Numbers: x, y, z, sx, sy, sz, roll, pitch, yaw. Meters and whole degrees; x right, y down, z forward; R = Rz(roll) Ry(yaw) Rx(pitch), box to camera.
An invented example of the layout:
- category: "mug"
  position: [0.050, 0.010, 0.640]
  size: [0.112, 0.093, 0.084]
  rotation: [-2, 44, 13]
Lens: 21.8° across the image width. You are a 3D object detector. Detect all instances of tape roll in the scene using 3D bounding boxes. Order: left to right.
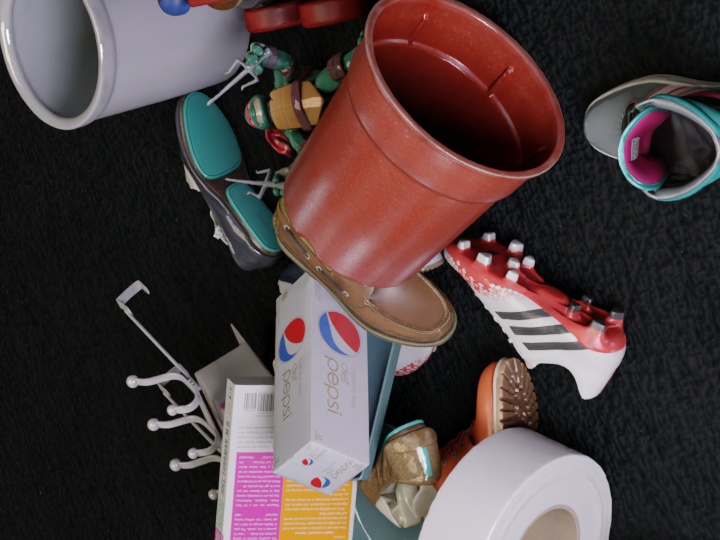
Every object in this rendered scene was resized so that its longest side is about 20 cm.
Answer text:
- category: "tape roll"
  position: [0.137, 0.246, 1.658]
  size: [0.070, 0.201, 0.205]
  rotation: [22, 120, 39]

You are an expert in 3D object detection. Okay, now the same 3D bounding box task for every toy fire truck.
- category: "toy fire truck"
  position: [-0.098, -0.274, 1.734]
  size: [0.199, 0.167, 0.113]
  rotation: [1, 106, 46]

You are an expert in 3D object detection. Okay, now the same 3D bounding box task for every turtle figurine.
- category: "turtle figurine"
  position: [-0.059, -0.158, 1.790]
  size: [0.198, 0.101, 0.151]
  rotation: [-12, 111, 33]

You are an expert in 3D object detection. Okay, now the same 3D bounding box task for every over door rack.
- category: "over door rack"
  position: [-0.200, 0.131, 1.943]
  size: [0.200, 0.066, 0.149]
  rotation: [56, 169, 46]

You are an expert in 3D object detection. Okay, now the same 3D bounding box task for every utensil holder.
- category: "utensil holder"
  position: [-0.233, -0.244, 1.867]
  size: [0.169, 0.199, 0.172]
  rotation: [19, 117, 41]

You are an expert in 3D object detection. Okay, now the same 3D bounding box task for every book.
- category: "book"
  position: [-0.070, 0.203, 1.793]
  size: [0.048, 0.132, 0.202]
  rotation: [-147, 61, -65]

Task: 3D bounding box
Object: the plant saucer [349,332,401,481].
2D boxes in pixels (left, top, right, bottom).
- category: "plant saucer"
  position: [0.005, 0.106, 1.746]
  size: [0.070, 0.019, 0.202]
  rotation: [-11, 57, 46]

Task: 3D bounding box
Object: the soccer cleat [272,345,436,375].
- category: "soccer cleat"
  position: [-0.006, 0.080, 1.833]
  size: [0.199, 0.085, 0.069]
  rotation: [-12, 96, 49]

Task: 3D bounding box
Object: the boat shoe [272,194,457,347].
- category: "boat shoe"
  position: [0.000, 0.000, 1.705]
  size: [0.199, 0.072, 0.068]
  rotation: [32, 162, 13]

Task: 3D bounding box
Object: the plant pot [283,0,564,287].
- category: "plant pot"
  position: [0.040, -0.101, 1.615]
  size: [0.202, 0.200, 0.195]
  rotation: [55, 131, 16]

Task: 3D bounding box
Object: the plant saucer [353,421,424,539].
- category: "plant saucer"
  position: [0.034, 0.239, 1.890]
  size: [0.199, 0.036, 0.202]
  rotation: [19, 117, 42]

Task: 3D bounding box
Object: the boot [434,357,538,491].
- category: "boot"
  position: [0.107, 0.169, 1.739]
  size: [0.106, 0.075, 0.202]
  rotation: [13, 114, 29]

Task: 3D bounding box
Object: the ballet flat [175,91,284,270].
- category: "ballet flat"
  position: [-0.146, -0.086, 1.936]
  size: [0.073, 0.073, 0.201]
  rotation: [-39, 78, 47]

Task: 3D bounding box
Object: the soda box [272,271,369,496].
- category: "soda box"
  position: [-0.036, 0.100, 1.721]
  size: [0.064, 0.068, 0.201]
  rotation: [-41, 36, 38]

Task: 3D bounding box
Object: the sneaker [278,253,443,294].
- category: "sneaker"
  position: [-0.013, -0.038, 1.806]
  size: [0.199, 0.070, 0.110]
  rotation: [-12, 101, 42]

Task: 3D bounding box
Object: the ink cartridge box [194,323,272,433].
- category: "ink cartridge box"
  position: [-0.103, 0.158, 1.916]
  size: [0.200, 0.067, 0.116]
  rotation: [48, 164, 47]

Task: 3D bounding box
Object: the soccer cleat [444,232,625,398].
- category: "soccer cleat"
  position: [0.147, 0.038, 1.657]
  size: [0.199, 0.068, 0.086]
  rotation: [32, 123, 29]

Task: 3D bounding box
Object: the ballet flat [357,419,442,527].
- category: "ballet flat"
  position: [0.042, 0.199, 1.745]
  size: [0.200, 0.067, 0.073]
  rotation: [118, 131, -67]

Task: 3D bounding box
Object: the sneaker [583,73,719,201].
- category: "sneaker"
  position: [0.232, -0.104, 1.480]
  size: [0.199, 0.120, 0.085]
  rotation: [3, 107, 47]
